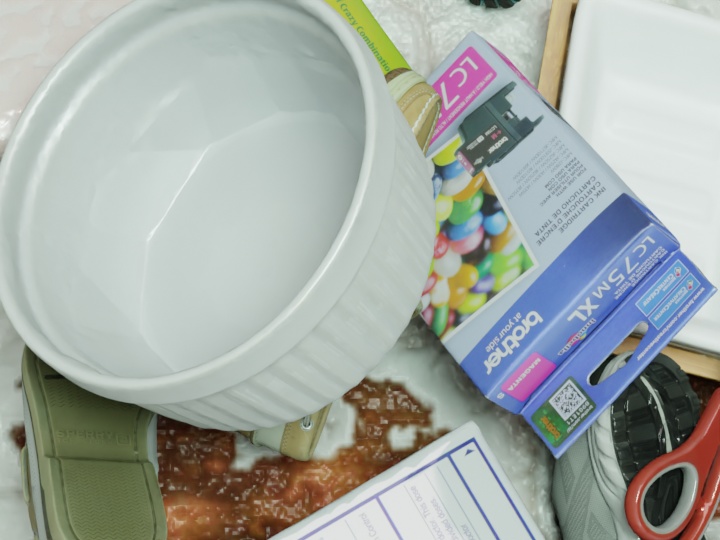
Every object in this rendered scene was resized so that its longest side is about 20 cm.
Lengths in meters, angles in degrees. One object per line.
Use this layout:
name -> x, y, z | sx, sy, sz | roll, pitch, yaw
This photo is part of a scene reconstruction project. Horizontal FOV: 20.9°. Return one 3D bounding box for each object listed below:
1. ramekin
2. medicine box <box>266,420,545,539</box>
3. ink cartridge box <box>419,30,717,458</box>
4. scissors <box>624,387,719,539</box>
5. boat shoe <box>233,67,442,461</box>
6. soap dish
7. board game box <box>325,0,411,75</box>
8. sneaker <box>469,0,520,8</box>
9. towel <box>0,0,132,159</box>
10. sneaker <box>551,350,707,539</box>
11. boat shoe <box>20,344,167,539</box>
ramekin -> -0.060, -0.023, 0.887 | 0.198, 0.105, 0.202 | -11, 63, 23
medicine box -> 0.011, 0.205, 0.935 | 0.199, 0.103, 0.183 | -28, 80, -18
ink cartridge box -> 0.075, -0.017, 0.979 | 0.119, 0.042, 0.200 | -46, 54, 11
scissors -> 0.194, 0.064, 0.988 | 0.073, 0.014, 0.201 | 37, 72, -21
boat shoe -> 0.000, 0.000, 0.968 | 0.076, 0.072, 0.201 | 27, 89, 18
soap dish -> 0.160, -0.041, 1.055 | 0.156, 0.081, 0.202 | 14, 71, -7
board game box -> -0.079, -0.084, 1.036 | 0.199, 0.048, 0.102 | -33, 82, -19
sneaker -> 0.030, -0.237, 1.104 | 0.200, 0.078, 0.086 | 41, 57, -5
towel -> -0.135, -0.146, 1.013 | 0.198, 0.032, 0.192 | -12, 56, -7
sneaker -> 0.138, 0.142, 1.005 | 0.073, 0.079, 0.202 | -2, 88, -32
boat shoe -> -0.130, 0.088, 0.923 | 0.074, 0.069, 0.201 | 11, 35, -14
